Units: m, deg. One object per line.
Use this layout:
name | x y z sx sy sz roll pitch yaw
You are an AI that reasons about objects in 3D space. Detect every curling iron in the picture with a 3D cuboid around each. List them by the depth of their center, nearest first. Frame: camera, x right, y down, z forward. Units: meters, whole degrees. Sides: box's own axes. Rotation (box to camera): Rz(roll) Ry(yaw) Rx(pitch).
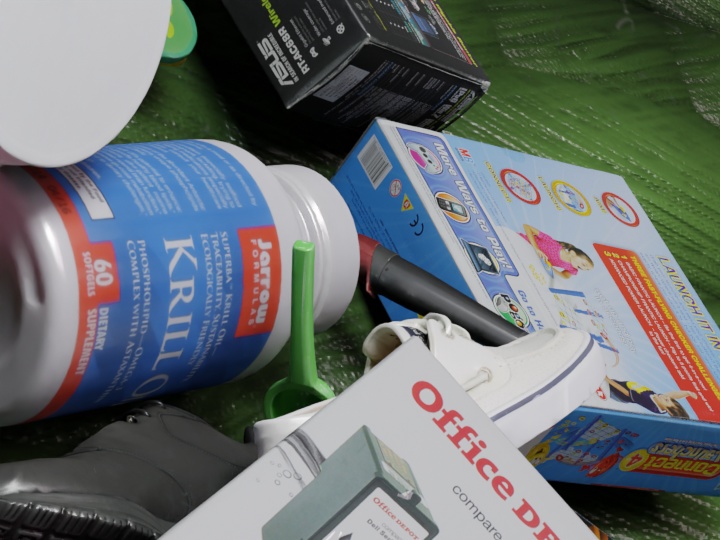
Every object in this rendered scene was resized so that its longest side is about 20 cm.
curling iron | 0.000 0.000 1.044 0.199 0.026 0.050 28 23 16

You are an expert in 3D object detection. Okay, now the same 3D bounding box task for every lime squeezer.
lime squeezer | -0.015 0.057 0.969 0.038 0.200 0.071 29 76 19

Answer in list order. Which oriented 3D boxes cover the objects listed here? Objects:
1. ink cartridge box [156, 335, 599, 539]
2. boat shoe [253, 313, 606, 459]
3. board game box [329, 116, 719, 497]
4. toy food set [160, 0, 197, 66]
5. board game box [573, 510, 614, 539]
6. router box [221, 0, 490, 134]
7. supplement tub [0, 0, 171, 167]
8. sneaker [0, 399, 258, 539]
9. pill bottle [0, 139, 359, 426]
ink cartridge box | -0.009 0.138 0.764 0.146 0.084 0.200 48 49 5
boat shoe | 0.031 0.052 0.931 0.199 0.071 0.070 -25 95 -39
board game box | 0.102 0.022 1.139 0.195 0.056 0.201 11 40 -40
toy food set | -0.170 -0.172 1.067 0.197 0.049 0.201 7 53 -42
board game box | 0.082 0.193 1.014 0.126 0.035 0.201 36 38 -16
router box | -0.029 -0.169 1.158 0.201 0.062 0.150 60 22 20
supplement tub | -0.189 -0.118 0.848 0.199 0.146 0.145 14 25 32
sneaker | -0.098 0.098 0.895 0.199 0.076 0.091 16 40 -49
pill bottle | -0.094 0.000 0.940 0.199 0.112 0.113 -10 65 -48
